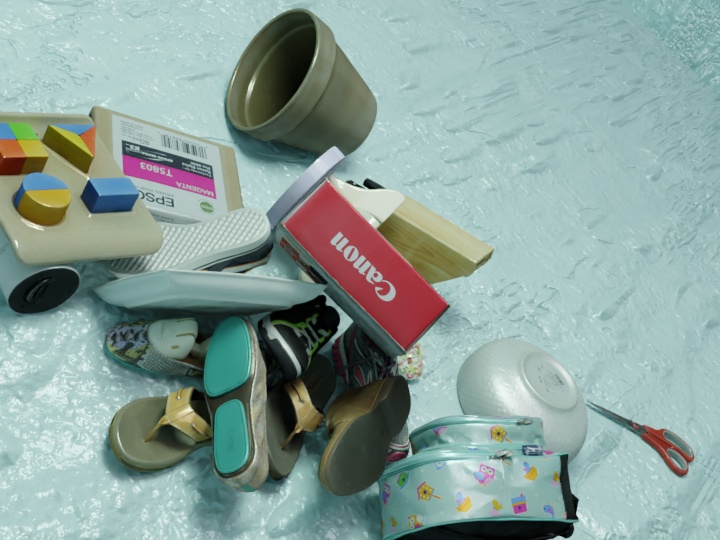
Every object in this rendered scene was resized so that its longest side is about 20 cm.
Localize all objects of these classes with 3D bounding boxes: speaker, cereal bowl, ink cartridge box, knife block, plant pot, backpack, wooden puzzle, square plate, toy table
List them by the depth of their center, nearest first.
[{"bbox_3d":[-0.322,-0.101,1.085,0.184,0.046,0.201,-7,57,-49],"label":"wooden puzzle"},{"bbox_3d":[-0.376,-0.052,1.091,0.081,0.081,0.201,-5,54,-43],"label":"speaker"},{"bbox_3d":[0.117,0.241,1.112,0.198,0.176,0.155,-2,71,-28],"label":"backpack"},{"bbox_3d":[-0.170,0.029,1.114,0.199,0.197,0.029,6,80,-36],"label":"square plate"},{"bbox_3d":[0.000,0.000,1.134,0.200,0.084,0.176,45,-7,-1],"label":"ink cartridge box"},{"bbox_3d":[-0.250,-0.102,1.255,0.198,0.075,0.166,14,42,-31],"label":"ink cartridge box"},{"bbox_3d":[-0.041,-0.073,1.321,0.117,0.184,0.200,46,-6,-2],"label":"toy table"},{"bbox_3d":[0.233,0.171,1.370,0.199,0.083,0.201,22,39,-19],"label":"cereal bowl"},{"bbox_3d":[0.067,-0.065,1.408,0.064,0.199,0.177,-34,105,-52],"label":"knife block"},{"bbox_3d":[-0.074,-0.258,1.499,0.173,0.199,0.201,30,34,-40],"label":"plant pot"}]

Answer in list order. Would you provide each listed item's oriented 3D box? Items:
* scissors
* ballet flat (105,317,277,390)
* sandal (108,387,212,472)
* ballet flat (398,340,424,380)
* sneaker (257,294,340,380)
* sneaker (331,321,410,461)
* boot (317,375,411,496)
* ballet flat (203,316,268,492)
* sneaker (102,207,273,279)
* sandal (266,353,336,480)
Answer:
[{"bbox_3d":[0.425,0.238,1.522,0.199,0.014,0.073,36,39,-2],"label":"scissors"},{"bbox_3d":[-0.181,0.085,1.121,0.199,0.072,0.072,19,40,-24],"label":"ballet flat"},{"bbox_3d":[-0.175,0.157,1.061,0.199,0.054,0.081,-3,54,-43],"label":"sandal"},{"bbox_3d":[0.035,0.051,1.345,0.075,0.064,0.201,-4,54,-41],"label":"ballet flat"},{"bbox_3d":[-0.066,0.063,1.167,0.072,0.082,0.200,62,5,-12],"label":"sneaker"},{"bbox_3d":[0.017,0.141,1.225,0.080,0.075,0.201,10,46,-34],"label":"sneaker"},{"bbox_3d":[-0.010,0.183,1.100,0.200,0.075,0.074,-46,124,-59],"label":"boot"},{"bbox_3d":[-0.126,0.143,1.053,0.067,0.067,0.201,55,23,-46],"label":"ballet flat"},{"bbox_3d":[-0.198,-0.013,1.185,0.198,0.080,0.079,-9,57,1],"label":"sneaker"},{"bbox_3d":[-0.064,0.156,1.140,0.082,0.054,0.200,61,30,-12],"label":"sandal"}]
